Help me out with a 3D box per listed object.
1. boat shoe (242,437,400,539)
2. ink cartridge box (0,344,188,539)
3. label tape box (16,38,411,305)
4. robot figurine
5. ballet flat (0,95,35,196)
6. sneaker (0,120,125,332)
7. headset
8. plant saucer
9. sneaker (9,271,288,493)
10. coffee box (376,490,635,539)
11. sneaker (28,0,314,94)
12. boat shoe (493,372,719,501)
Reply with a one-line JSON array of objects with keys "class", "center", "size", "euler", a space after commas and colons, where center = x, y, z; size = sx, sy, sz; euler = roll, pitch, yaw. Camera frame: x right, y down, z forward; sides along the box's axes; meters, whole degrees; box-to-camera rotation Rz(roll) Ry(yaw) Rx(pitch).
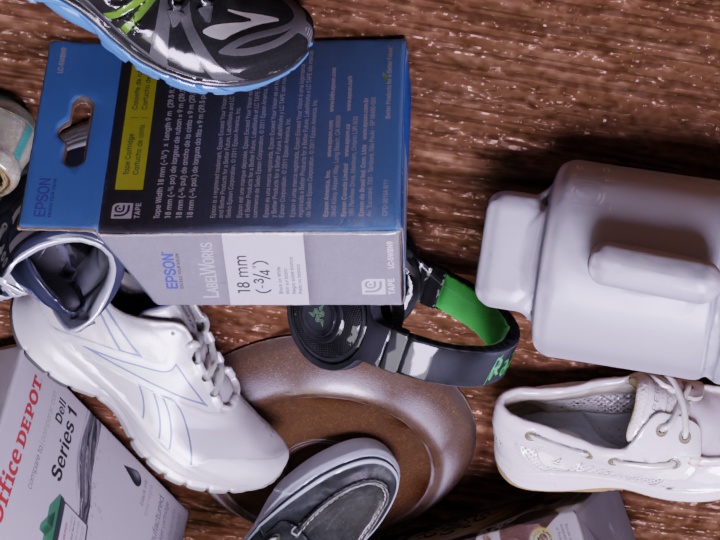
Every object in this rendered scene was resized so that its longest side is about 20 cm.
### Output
[{"class": "boat shoe", "center": [-0.045, 0.194, 1.455], "size": [0.200, 0.071, 0.072], "euler": [-45, 122, 6]}, {"class": "ink cartridge box", "center": [-0.208, 0.165, 1.466], "size": [0.084, 0.146, 0.200], "euler": [-14, 135, 27]}, {"class": "label tape box", "center": [-0.074, -0.054, 1.235], "size": [0.199, 0.145, 0.063], "euler": [0, 139, 3]}, {"class": "robot figurine", "center": [0.167, 0.001, 1.291], "size": [0.199, 0.170, 0.113], "euler": [9, 95, 7]}, {"class": "ballet flat", "center": [-0.273, -0.043, 1.315], "size": [0.200, 0.062, 0.067], "euler": [-25, 130, 26]}, {"class": "sneaker", "center": [-0.204, -0.001, 1.321], "size": [0.200, 0.109, 0.070], "euler": [-31, 127, 30]}, {"class": "headset", "center": [0.000, 0.000, 1.321], "size": [0.199, 0.124, 0.094], "euler": [21, 111, 6]}, {"class": "plant saucer", "center": [-0.024, 0.119, 1.497], "size": [0.199, 0.032, 0.201], "euler": [2, 136, 2]}, {"class": "sneaker", "center": [-0.118, 0.062, 1.397], "size": [0.200, 0.075, 0.087], "euler": [39, 118, -18]}, {"class": "coffee box", "center": [0.075, 0.206, 1.511], "size": [0.199, 0.113, 0.080], "euler": [-19, 91, 20]}, {"class": "sneaker", "center": [-0.110, -0.156, 1.181], "size": [0.199, 0.071, 0.083], "euler": [27, 138, -19]}, {"class": "boat shoe", "center": [0.181, 0.097, 1.422], "size": [0.199, 0.071, 0.069], "euler": [-4, 139, 8]}]
